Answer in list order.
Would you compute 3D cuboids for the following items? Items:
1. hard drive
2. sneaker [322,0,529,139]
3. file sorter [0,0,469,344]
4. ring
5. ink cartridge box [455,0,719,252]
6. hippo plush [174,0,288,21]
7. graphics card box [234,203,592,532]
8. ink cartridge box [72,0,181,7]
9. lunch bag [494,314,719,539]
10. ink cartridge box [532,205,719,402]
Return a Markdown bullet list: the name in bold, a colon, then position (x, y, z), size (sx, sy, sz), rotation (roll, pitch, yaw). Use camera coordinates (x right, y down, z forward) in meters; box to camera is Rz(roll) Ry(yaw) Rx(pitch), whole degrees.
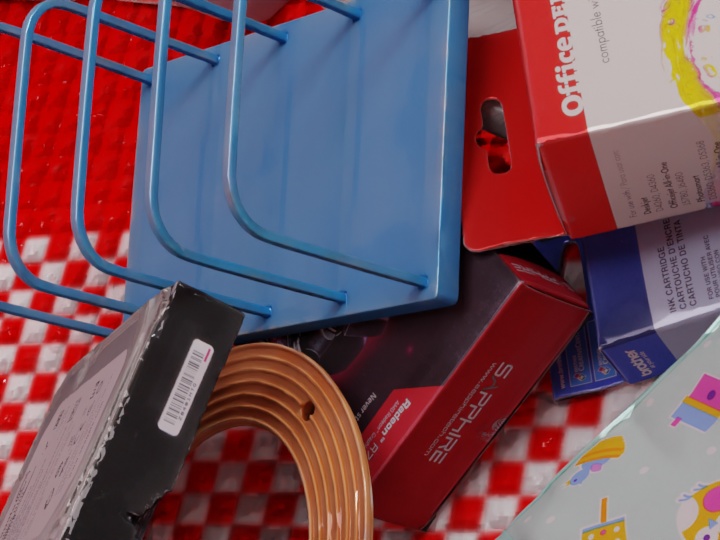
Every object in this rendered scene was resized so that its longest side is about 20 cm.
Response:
- **hard drive**: position (-0.117, 0.091, 0.920), size (0.140, 0.038, 0.200), rotation (-68, 12, -20)
- **sneaker**: position (0.034, -0.110, 0.996), size (0.075, 0.089, 0.200), rotation (-30, 53, -18)
- **file sorter**: position (-0.069, -0.051, 0.910), size (0.200, 0.122, 0.139), rotation (-11, 70, 44)
- **ring**: position (-0.057, 0.129, 0.912), size (0.200, 0.019, 0.201), rotation (-26, 54, 42)
- **ink cartridge box**: position (0.125, -0.088, 0.859), size (0.199, 0.067, 0.117), rotation (-13, 54, 9)
- **hippo plush**: position (-0.067, -0.211, 1.064), size (0.159, 0.200, 0.162), rotation (-16, 69, 29)
- **graphics card box**: position (0.000, 0.000, 0.951), size (0.126, 0.051, 0.200), rotation (-54, 46, 18)
- **ink cartridge box**: position (-0.129, -0.242, 1.205), size (0.176, 0.045, 0.201), rotation (7, 67, 36)
- **lunch bag**: position (0.161, 0.107, 0.758), size (0.170, 0.122, 0.200), rotation (-44, 54, 2)
- **ink cartridge box**: position (0.157, -0.029, 0.897), size (0.199, 0.042, 0.120), rotation (-21, 53, 23)
